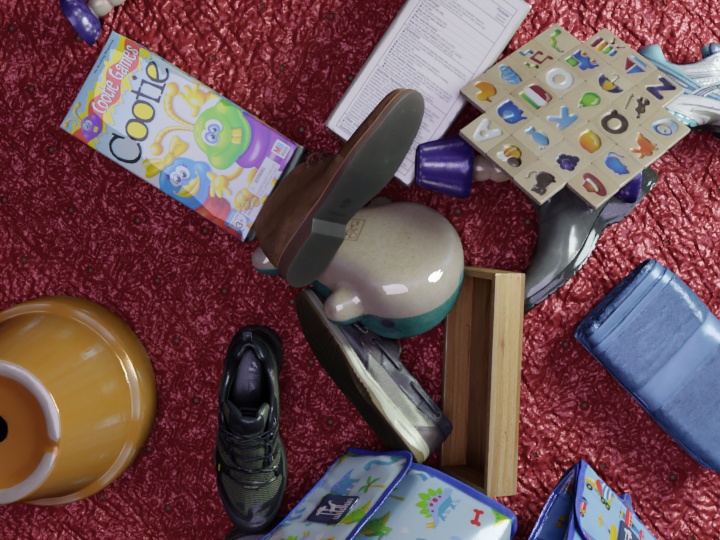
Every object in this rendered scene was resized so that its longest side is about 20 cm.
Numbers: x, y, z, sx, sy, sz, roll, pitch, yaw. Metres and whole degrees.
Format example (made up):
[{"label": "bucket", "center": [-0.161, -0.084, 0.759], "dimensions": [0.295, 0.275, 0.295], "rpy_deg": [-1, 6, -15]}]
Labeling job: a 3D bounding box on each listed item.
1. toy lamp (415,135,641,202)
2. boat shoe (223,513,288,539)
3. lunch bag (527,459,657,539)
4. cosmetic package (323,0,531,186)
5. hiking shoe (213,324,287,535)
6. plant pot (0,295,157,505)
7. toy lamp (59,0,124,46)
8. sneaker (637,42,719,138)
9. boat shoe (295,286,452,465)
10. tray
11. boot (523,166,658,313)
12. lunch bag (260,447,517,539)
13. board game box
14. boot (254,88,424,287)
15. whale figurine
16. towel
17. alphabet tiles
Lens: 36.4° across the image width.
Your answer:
[{"label": "toy lamp", "center": [0.148, -0.092, 0.981], "dimensions": [0.196, 0.058, 0.059], "rpy_deg": [1, 93, -3]}, {"label": "boat shoe", "center": [-0.042, 0.285, 1.065], "dimensions": [0.196, 0.073, 0.076], "rpy_deg": [5, 93, 3]}, {"label": "lunch bag", "center": [0.220, 0.289, 1.011], "dimensions": [0.150, 0.201, 0.094], "rpy_deg": [44, 134, -12]}, {"label": "cosmetic package", "center": [0.062, -0.190, 1.034], "dimensions": [0.103, 0.073, 0.201], "rpy_deg": [36, 94, 0]}, {"label": "hiking shoe", "center": [-0.112, 0.155, 1.045], "dimensions": [0.074, 0.101, 0.204], "rpy_deg": [-2, 89, 5]}, {"label": "plant pot", "center": [-0.306, 0.131, 1.016], "dimensions": [0.197, 0.183, 0.204], "rpy_deg": [0, 93, 3]}, {"label": "toy lamp", "center": [-0.196, -0.295, 1.051], "dimensions": [0.199, 0.058, 0.059], "rpy_deg": [-35, 91, 3]}, {"label": "sneaker", "center": [0.346, -0.168, 1.019], "dimensions": [0.196, 0.078, 0.088], "rpy_deg": [8, 90, 3]}, {"label": "boat shoe", "center": [0.013, 0.094, 1.060], "dimensions": [0.066, 0.072, 0.202], "rpy_deg": [-31, 77, -24]}, {"label": "tray", "center": [0.114, 0.100, 1.033], "dimensions": [0.036, 0.098, 0.204], "rpy_deg": [-1, 94, -23]}, {"label": "boot", "center": [0.176, -0.064, 1.046], "dimensions": [0.130, 0.068, 0.200], "rpy_deg": [42, 87, 5]}, {"label": "lunch bag", "center": [0.018, 0.259, 0.984], "dimensions": [0.198, 0.170, 0.129], "rpy_deg": [23, 136, 29]}, {"label": "board game box", "center": [-0.162, -0.124, 1.035], "dimensions": [0.198, 0.103, 0.106], "rpy_deg": [31, 94, 1]}, {"label": "boot", "center": [-0.023, -0.087, 0.959], "dimensions": [0.201, 0.073, 0.075], "rpy_deg": [-52, 58, 11]}, {"label": "whale figurine", "center": [0.000, 0.000, 1.035], "dimensions": [0.197, 0.160, 0.105], "rpy_deg": [8, 137, 15]}, {"label": "towel", "center": [0.311, 0.093, 1.049], "dimensions": [0.112, 0.049, 0.200], "rpy_deg": [-45, 89, 5]}, {"label": "alphabet tiles", "center": [0.189, -0.141, 0.971], "dimensions": [0.199, 0.006, 0.166], "rpy_deg": [-36, 66, -24]}]
